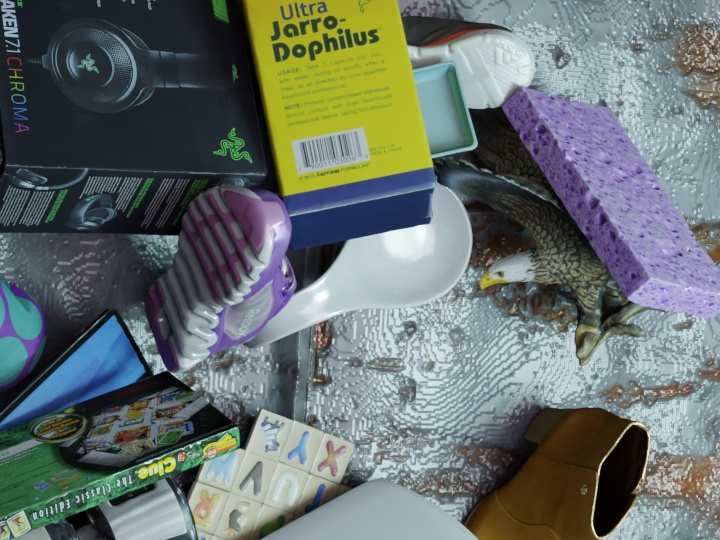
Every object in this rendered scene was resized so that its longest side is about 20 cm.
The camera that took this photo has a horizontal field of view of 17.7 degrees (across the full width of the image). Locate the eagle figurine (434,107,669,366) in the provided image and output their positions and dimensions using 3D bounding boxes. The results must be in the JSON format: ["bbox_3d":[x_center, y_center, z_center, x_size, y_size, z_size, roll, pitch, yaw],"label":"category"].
[{"bbox_3d":[0.149,-0.033,1.762,0.151,0.152,0.201,-29,105,-20],"label":"eagle figurine"}]

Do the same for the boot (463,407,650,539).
[{"bbox_3d":[0.146,0.198,1.784,0.071,0.144,0.202,26,85,-22],"label":"boot"}]

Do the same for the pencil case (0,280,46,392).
[{"bbox_3d":[-0.295,0.008,1.570,0.200,0.085,0.093,50,28,-53],"label":"pencil case"}]

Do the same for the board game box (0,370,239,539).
[{"bbox_3d":[-0.193,0.127,1.574,0.199,0.105,0.024,-20,123,-27],"label":"board game box"}]

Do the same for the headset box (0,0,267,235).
[{"bbox_3d":[-0.169,-0.120,1.614,0.199,0.093,0.175,2,62,-23],"label":"headset box"}]

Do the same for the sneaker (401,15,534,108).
[{"bbox_3d":[0.030,-0.158,1.753,0.199,0.082,0.077,3,113,-2],"label":"sneaker"}]

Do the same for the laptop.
[{"bbox_3d":[-0.182,0.157,1.664,0.177,0.103,0.200,-44,100,-13],"label":"laptop"}]

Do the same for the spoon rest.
[{"bbox_3d":[0.000,0.000,1.752,0.200,0.061,0.100,-29,105,-17],"label":"spoon rest"}]

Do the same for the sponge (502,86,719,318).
[{"bbox_3d":[0.190,-0.052,1.707,0.111,0.200,0.030,11,131,-46],"label":"sponge"}]

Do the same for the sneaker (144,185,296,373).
[{"bbox_3d":[-0.082,-0.001,1.617,0.088,0.200,0.081,-10,67,-27],"label":"sneaker"}]

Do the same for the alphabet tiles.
[{"bbox_3d":[-0.075,0.211,1.741,0.166,0.006,0.201,25,85,-40],"label":"alphabet tiles"}]

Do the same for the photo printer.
[{"bbox_3d":[0.006,0.242,1.705,0.200,0.166,0.070,-25,138,-32],"label":"photo printer"}]

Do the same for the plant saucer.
[{"bbox_3d":[-0.018,-0.098,1.695,0.199,0.019,0.070,-13,77,-4],"label":"plant saucer"}]

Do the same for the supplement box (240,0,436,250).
[{"bbox_3d":[-0.018,-0.131,1.637,0.109,0.109,0.201,-11,78,-2],"label":"supplement box"}]

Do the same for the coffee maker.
[{"bbox_3d":[-0.215,0.236,1.600,0.199,0.135,0.193,-17,143,-27],"label":"coffee maker"}]
